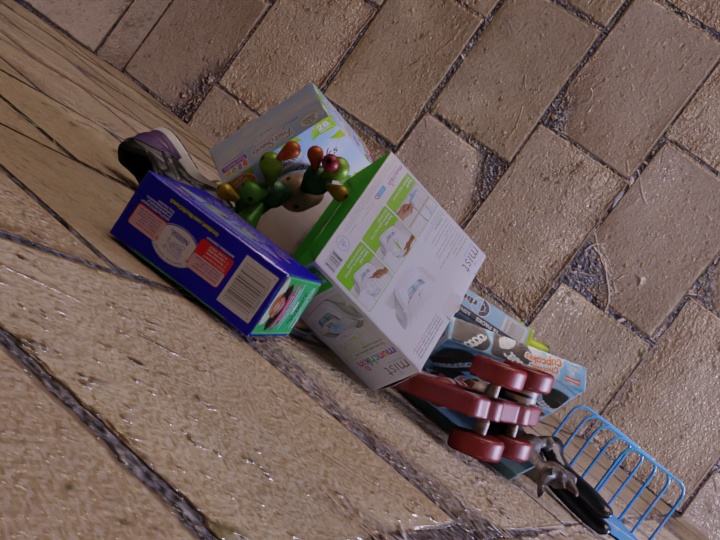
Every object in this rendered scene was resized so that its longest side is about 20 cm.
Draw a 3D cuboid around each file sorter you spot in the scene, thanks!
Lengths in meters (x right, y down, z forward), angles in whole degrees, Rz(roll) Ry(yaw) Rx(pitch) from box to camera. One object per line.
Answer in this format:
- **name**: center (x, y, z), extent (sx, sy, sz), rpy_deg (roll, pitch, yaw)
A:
- **file sorter**: center (0.371, 0.306, 1.839), extent (0.138, 0.123, 0.200), rpy_deg (36, 3, -18)

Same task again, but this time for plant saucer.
- **plant saucer**: center (0.131, 0.197, 1.562), extent (0.199, 0.019, 0.070), rpy_deg (37, 18, 22)

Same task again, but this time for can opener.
- **can opener**: center (0.283, 0.297, 1.699), extent (0.200, 0.078, 0.064), rpy_deg (45, -31, 47)

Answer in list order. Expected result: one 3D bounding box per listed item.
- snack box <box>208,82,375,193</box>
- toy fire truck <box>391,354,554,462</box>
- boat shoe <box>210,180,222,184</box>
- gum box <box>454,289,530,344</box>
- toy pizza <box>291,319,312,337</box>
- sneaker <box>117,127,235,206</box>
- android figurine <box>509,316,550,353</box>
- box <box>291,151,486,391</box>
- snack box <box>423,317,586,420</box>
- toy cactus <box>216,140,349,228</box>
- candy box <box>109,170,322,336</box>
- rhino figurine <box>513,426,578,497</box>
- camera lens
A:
- **snack box**: center (-0.084, -0.143, 1.655), extent (0.200, 0.168, 0.068), rpy_deg (41, 20, -59)
- **toy fire truck**: center (0.129, 0.152, 1.488), extent (0.167, 0.113, 0.199), rpy_deg (19, 2, 32)
- **boat shoe**: center (-0.155, -0.051, 1.738), extent (0.199, 0.074, 0.067), rpy_deg (33, 18, -42)
- **gum box**: center (0.107, 0.089, 1.657), extent (0.169, 0.045, 0.200), rpy_deg (33, -35, -5)
- **toy pizza**: center (-0.130, 0.007, 1.416), extent (0.200, 0.032, 0.200), rpy_deg (37, 3, -2)
- **sneaker**: center (-0.238, -0.095, 1.582), extent (0.200, 0.076, 0.087), rpy_deg (46, 34, 14)
- **android figurine**: center (0.161, 0.091, 1.724), extent (0.199, 0.041, 0.182), rpy_deg (24, -24, -11)
- **box**: center (0.027, 0.000, 1.403), extent (0.177, 0.201, 0.096), rpy_deg (46, -40, -15)
- **snack box**: center (0.176, 0.129, 1.582), extent (0.198, 0.037, 0.116), rpy_deg (21, -33, -14)
- **toy cactus**: center (-0.083, -0.083, 1.415), extent (0.103, 0.199, 0.165), rpy_deg (63, 23, 8)
- **candy box**: center (-0.135, -0.012, 1.216), extent (0.169, 0.077, 0.200), rpy_deg (36, 4, 8)
- **rhino figurine**: center (0.211, 0.236, 1.613), extent (0.087, 0.060, 0.200), rpy_deg (7, 27, -50)
- **camera lens**: center (-0.046, -0.024, 1.578), extent (0.200, 0.160, 0.160), rpy_deg (43, 6, 40)
